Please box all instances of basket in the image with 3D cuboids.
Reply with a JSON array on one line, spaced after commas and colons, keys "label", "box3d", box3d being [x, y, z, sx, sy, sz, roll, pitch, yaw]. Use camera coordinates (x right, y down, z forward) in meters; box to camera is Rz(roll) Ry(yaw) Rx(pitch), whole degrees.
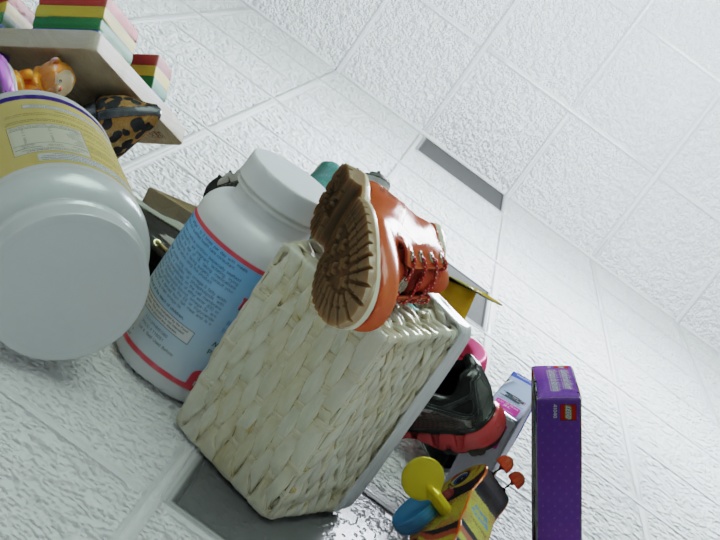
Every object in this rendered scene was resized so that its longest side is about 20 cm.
[{"label": "basket", "box3d": [-0.033, 0.084, 1.029, 0.135, 0.201, 0.123, 42, 22, 23]}]

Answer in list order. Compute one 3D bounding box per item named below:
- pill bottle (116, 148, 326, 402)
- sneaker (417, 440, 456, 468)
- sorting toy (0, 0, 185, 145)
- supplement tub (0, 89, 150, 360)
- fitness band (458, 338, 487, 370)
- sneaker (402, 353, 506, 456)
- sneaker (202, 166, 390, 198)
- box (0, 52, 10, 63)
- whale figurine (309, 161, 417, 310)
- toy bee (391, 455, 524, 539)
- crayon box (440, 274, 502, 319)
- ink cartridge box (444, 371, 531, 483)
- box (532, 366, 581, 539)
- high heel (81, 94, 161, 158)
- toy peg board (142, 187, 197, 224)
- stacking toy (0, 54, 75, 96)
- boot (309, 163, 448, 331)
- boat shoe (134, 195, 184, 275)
[{"label": "pill bottle", "box3d": [-0.108, 0.004, 1.082, 0.108, 0.201, 0.109, 33, 15, -10]}, {"label": "sneaker", "box3d": [0.072, 0.143, 1.367, 0.115, 0.076, 0.200, 29, 8, 22]}, {"label": "sorting toy", "box3d": [-0.288, -0.196, 1.246, 0.197, 0.070, 0.200, 5, -17, 18]}, {"label": "supplement tub", "box3d": [-0.244, -0.037, 1.009, 0.145, 0.146, 0.200, 26, 17, -34]}, {"label": "fitness band", "box3d": [0.045, 0.084, 1.361, 0.143, 0.038, 0.200, -2, 15, -31]}, {"label": "sneaker", "box3d": [0.022, 0.106, 1.123, 0.199, 0.098, 0.071, -1, 37, 14]}, {"label": "sneaker", "box3d": [-0.071, -0.056, 1.334, 0.198, 0.091, 0.067, 1, -20, 14]}, {"label": "box", "box3d": [-0.426, -0.195, 1.138, 0.199, 0.039, 0.136, 24, -21, -40]}, {"label": "whale figurine", "box3d": [0.000, 0.000, 1.178, 0.159, 0.103, 0.201, -30, 105, -48]}, {"label": "toy bee", "box3d": [0.080, 0.194, 1.078, 0.131, 0.108, 0.201, 47, 18, -31]}, {"label": "crayon box", "box3d": [0.041, 0.006, 1.388, 0.199, 0.051, 0.127, 26, 1, 23]}, {"label": "ink cartridge box", "box3d": [0.127, 0.168, 1.274, 0.042, 0.120, 0.200, 29, 13, 13]}, {"label": "box", "box3d": [0.169, 0.193, 1.135, 0.039, 0.202, 0.137, -1, 7, 5]}, {"label": "high heel", "box3d": [-0.236, -0.117, 1.260, 0.200, 0.141, 0.072, 37, 44, -79]}, {"label": "toy peg board", "box3d": [-0.107, 0.020, 1.299, 0.199, 0.098, 0.199, 24, 3, -45]}, {"label": "stacking toy", "box3d": [-0.328, -0.148, 1.090, 0.199, 0.117, 0.110, -11, 41, -35]}, {"label": "boot", "box3d": [0.023, -0.005, 0.946, 0.107, 0.075, 0.200, 30, 23, -14]}, {"label": "boat shoe", "box3d": [-0.225, -0.034, 1.177, 0.200, 0.072, 0.061, 26, 28, 7]}]
